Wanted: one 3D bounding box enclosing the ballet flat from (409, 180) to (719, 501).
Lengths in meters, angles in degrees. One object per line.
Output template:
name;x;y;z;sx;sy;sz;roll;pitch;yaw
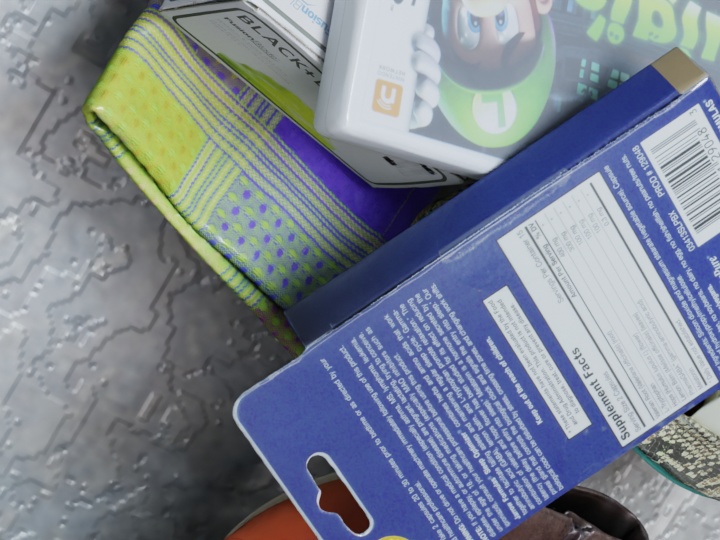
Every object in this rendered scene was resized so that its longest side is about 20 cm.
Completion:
ballet flat;0.106;0.026;1.099;0.200;0.068;0.075;34;135;-28

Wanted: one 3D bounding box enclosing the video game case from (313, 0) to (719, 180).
video game case;0.083;-0.115;1.044;0.199;0.023;0.183;14;82;-35

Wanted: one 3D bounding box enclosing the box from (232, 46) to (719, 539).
box;0.058;0.024;1.027;0.200;0.032;0.121;-34;124;-2

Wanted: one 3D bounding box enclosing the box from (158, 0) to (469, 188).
box;0.026;-0.143;1.056;0.117;0.060;0.201;37;70;-28

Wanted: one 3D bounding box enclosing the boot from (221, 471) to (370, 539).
boot;-0.050;0.138;1.054;0.200;0.107;0.075;-35;84;-5

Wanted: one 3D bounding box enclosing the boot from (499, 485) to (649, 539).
boot;-0.001;0.129;1.152;0.199;0.073;0.166;19;123;-40

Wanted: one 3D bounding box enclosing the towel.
towel;-0.005;-0.086;1.083;0.144;0.023;0.200;48;64;-24
